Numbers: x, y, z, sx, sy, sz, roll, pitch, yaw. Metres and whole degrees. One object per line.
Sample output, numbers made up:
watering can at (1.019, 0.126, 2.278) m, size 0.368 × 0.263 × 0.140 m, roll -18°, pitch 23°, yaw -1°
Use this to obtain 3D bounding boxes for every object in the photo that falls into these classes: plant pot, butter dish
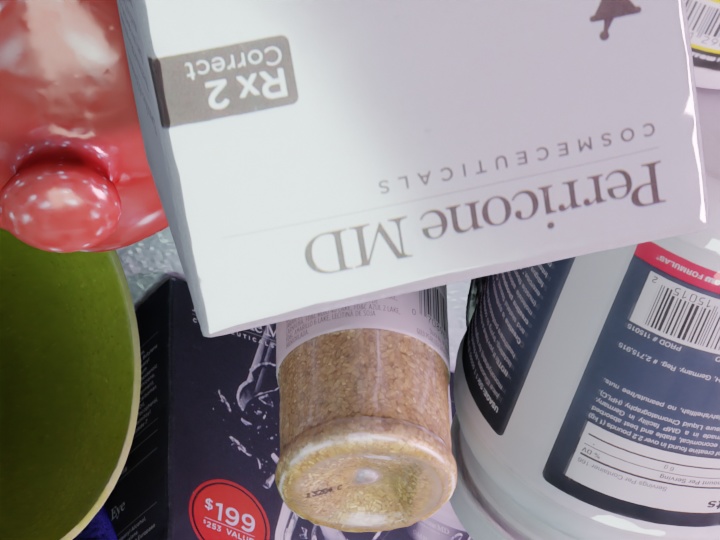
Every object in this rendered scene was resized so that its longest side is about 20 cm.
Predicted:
plant pot at (-0.226, 0.044, 1.229) m, size 0.200 × 0.187 × 0.187 m, roll -15°, pitch 144°, yaw 40°
butter dish at (-0.106, -0.073, 1.079) m, size 0.200 × 0.148 × 0.199 m, roll 27°, pitch 134°, yaw -32°

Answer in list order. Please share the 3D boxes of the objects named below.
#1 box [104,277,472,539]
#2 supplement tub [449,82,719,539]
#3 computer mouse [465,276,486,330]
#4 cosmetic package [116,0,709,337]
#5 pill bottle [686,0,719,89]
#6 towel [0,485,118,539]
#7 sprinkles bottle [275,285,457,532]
box at (-0.025, 0.128, 1.322) m, size 0.200 × 0.182 × 0.104 m, roll 19°, pitch 138°, yaw -27°
supplement tub at (0.116, 0.017, 1.110) m, size 0.140 × 0.140 × 0.200 m, roll 9°, pitch 129°, yaw -14°
computer mouse at (0.132, -0.039, 1.201) m, size 0.200 × 0.053 × 0.139 m, roll -14°, pitch 138°, yaw -1°
cosmetic package at (0.002, -0.112, 0.928) m, size 0.165 × 0.165 × 0.200 m, roll -12°, pitch 113°, yaw -5°
pill bottle at (0.142, -0.163, 0.998) m, size 0.111 × 0.111 × 0.200 m, roll 8°, pitch 142°, yaw -13°
towel at (-0.177, 0.121, 1.274) m, size 0.148 × 0.200 × 0.050 m, roll -21°, pitch 121°, yaw -2°
sprinkles bottle at (0.000, 0.000, 1.136) m, size 0.068 × 0.200 × 0.068 m, roll -1°, pitch 143°, yaw -1°
